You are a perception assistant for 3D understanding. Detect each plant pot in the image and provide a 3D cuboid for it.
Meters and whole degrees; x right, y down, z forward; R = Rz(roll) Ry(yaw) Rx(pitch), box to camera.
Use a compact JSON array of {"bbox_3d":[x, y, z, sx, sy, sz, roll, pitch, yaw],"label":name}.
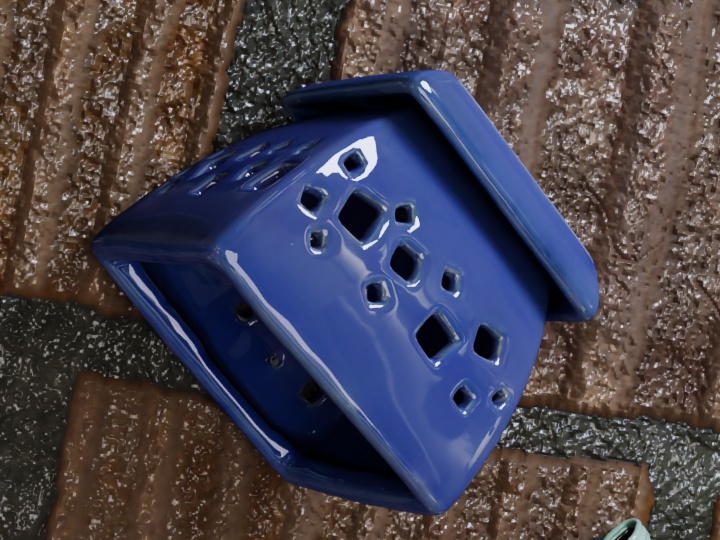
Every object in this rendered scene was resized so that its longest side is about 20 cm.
[{"bbox_3d":[0.000,0.000,1.273,0.180,0.200,0.200,-45,108,-18],"label":"plant pot"}]

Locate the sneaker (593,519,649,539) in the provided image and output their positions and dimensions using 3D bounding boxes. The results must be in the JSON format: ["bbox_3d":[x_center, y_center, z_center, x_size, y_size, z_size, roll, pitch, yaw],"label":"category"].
[{"bbox_3d":[0.205,0.214,1.427,0.200,0.074,0.118,-6,104,-17],"label":"sneaker"}]
